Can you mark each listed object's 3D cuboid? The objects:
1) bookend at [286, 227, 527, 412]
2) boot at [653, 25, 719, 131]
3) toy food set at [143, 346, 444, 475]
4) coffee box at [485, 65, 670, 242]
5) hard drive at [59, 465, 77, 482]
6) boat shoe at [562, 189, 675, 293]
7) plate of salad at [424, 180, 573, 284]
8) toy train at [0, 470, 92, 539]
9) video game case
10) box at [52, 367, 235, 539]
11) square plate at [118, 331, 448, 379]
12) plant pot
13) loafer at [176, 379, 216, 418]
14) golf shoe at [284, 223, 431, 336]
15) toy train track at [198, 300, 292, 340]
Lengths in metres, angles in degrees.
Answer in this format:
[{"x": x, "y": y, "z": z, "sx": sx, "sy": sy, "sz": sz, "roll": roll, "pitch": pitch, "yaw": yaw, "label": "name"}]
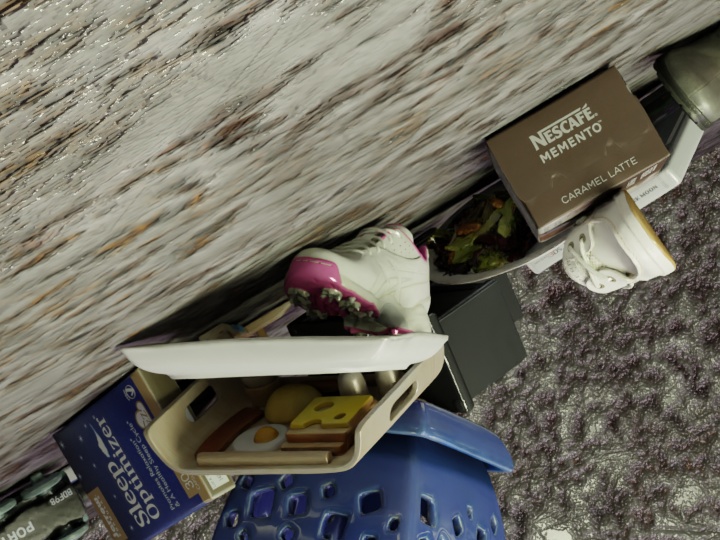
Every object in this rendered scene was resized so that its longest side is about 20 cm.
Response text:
[{"x": 0.077, "y": 0.039, "z": 1.765, "sx": 0.199, "sy": 0.092, "sz": 0.200, "roll": -33, "pitch": -163, "yaw": -34, "label": "bookend"}, {"x": 0.311, "y": -0.185, "z": 1.580, "sx": 0.131, "sy": 0.068, "sz": 0.200, "roll": -38, "pitch": 180, "yaw": 27, "label": "boot"}, {"x": -0.050, "y": 0.097, "z": 1.552, "sx": 0.200, "sy": 0.061, "sz": 0.144, "roll": -5, "pitch": -157, "yaw": 32, "label": "toy food set"}, {"x": 0.167, "y": -0.085, "z": 1.542, "sx": 0.114, "sy": 0.080, "sz": 0.200, "roll": -31, "pitch": 175, "yaw": 3, "label": "coffee box"}, {"x": -0.290, "y": 0.215, "z": 2.179, "sx": 0.200, "sy": 0.025, "sz": 0.132, "roll": -30, "pitch": 176, "yaw": -8, "label": "hard drive"}, {"x": 0.187, "y": -0.012, "z": 1.507, "sx": 0.069, "sy": 0.071, "sz": 0.200, "roll": -31, "pitch": 176, "yaw": 1, "label": "boat shoe"}, {"x": 0.135, "y": -0.056, "z": 1.724, "sx": 0.200, "sy": 0.048, "sz": 0.200, "roll": -26, "pitch": -158, "yaw": 11, "label": "plate of salad"}, {"x": -0.359, "y": 0.266, "z": 1.995, "sx": 0.200, "sy": 0.085, "sz": 0.114, "roll": -31, "pitch": -172, "yaw": -23, "label": "toy train"}, {"x": 0.239, "y": -0.100, "z": 1.773, "sx": 0.182, "sy": 0.023, "sz": 0.200, "roll": -36, "pitch": -164, "yaw": 42, "label": "video game case"}, {"x": -0.190, "y": 0.163, "z": 1.664, "sx": 0.032, "sy": 0.121, "sz": 0.200, "roll": -28, "pitch": 174, "yaw": -39, "label": "box"}, {"x": -0.050, "y": 0.062, "z": 1.460, "sx": 0.198, "sy": 0.029, "sz": 0.200, "roll": -4, "pitch": 177, "yaw": 15, "label": "square plate"}, {"x": 0.009, "y": 0.201, "z": 1.662, "sx": 0.200, "sy": 0.180, "sz": 0.200, "roll": 3, "pitch": 167, "yaw": 32, "label": "plant pot"}, {"x": -0.174, "y": 0.128, "z": 1.834, "sx": 0.200, "sy": 0.072, "sz": 0.063, "roll": -36, "pitch": 160, "yaw": -43, "label": "loafer"}, {"x": 0.000, "y": 0.000, "z": 1.541, "sx": 0.075, "sy": 0.092, "sz": 0.200, "roll": 6, "pitch": 169, "yaw": 24, "label": "golf shoe"}, {"x": -0.107, "y": 0.067, "z": 1.726, "sx": 0.115, "sy": 0.033, "sz": 0.200, "roll": -31, "pitch": 174, "yaw": 2, "label": "toy train track"}]
